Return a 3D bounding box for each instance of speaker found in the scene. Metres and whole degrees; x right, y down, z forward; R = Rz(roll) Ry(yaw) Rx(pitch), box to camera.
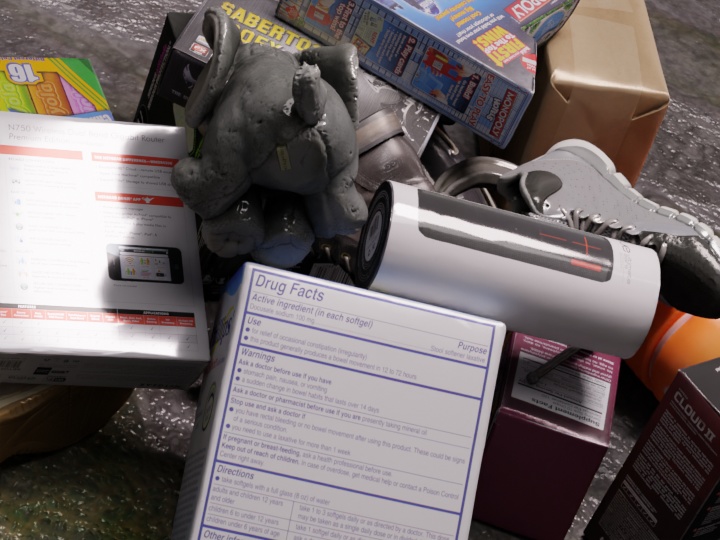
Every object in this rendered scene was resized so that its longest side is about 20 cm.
[{"bbox_3d":[0.101,0.001,1.520,0.199,0.081,0.081,14,40,-13],"label":"speaker"}]

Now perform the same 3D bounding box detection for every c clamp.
[{"bbox_3d":[0.121,-0.014,1.652,0.170,0.027,0.200,-21,55,-39],"label":"c clamp"}]

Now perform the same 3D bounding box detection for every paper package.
[{"bbox_3d":[0.171,-0.142,1.865,0.103,0.191,0.201,8,40,-12],"label":"paper package"}]

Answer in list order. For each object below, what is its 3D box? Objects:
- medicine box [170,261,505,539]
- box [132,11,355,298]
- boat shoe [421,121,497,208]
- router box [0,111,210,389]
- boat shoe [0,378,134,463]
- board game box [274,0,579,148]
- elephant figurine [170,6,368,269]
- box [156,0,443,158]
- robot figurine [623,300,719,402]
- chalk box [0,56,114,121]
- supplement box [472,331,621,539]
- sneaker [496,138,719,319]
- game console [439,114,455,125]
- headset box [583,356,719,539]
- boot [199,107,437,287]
[{"bbox_3d":[-0.017,0.115,1.478,0.181,0.103,0.201,13,77,-11],"label":"medicine box"},{"bbox_3d":[-0.078,-0.090,1.741,0.148,0.125,0.201,1,45,-25],"label":"box"},{"bbox_3d":[0.044,-0.101,1.811,0.060,0.074,0.201,-32,84,-32],"label":"boat shoe"},{"bbox_3d":[-0.207,-0.015,1.491,0.199,0.049,0.181,4,63,-24],"label":"router box"},{"bbox_3d":[-0.237,0.085,1.505,0.069,0.074,0.199,42,38,26],"label":"boat shoe"},{"bbox_3d":[0.074,-0.191,1.708,0.200,0.062,0.200,41,43,15],"label":"board game box"},{"bbox_3d":[-0.068,-0.111,1.497,0.142,0.155,0.201,49,21,-39],"label":"elephant figurine"},{"bbox_3d":[-0.035,-0.147,1.688,0.199,0.048,0.159,27,39,1],"label":"box"},{"bbox_3d":[0.249,0.034,1.747,0.116,0.144,0.200,-11,46,-30],"label":"robot figurine"},{"bbox_3d":[-0.238,-0.046,1.614,0.123,0.125,0.201,-2,46,-27],"label":"chalk box"},{"bbox_3d":[0.137,0.088,1.651,0.085,0.111,0.201,19,39,-2],"label":"supplement box"},{"bbox_3d":[0.174,-0.016,1.620,0.115,0.075,0.200,-18,44,-38],"label":"sneaker"},{"bbox_3d":[-0.002,-0.205,1.865,0.199,0.119,0.171,16,11,-10],"label":"game console"},{"bbox_3d":[0.268,0.132,1.593,0.148,0.201,0.077,-15,52,-36],"label":"headset box"},{"bbox_3d":[0.000,0.000,1.584,0.175,0.199,0.069,57,9,4],"label":"boot"}]
